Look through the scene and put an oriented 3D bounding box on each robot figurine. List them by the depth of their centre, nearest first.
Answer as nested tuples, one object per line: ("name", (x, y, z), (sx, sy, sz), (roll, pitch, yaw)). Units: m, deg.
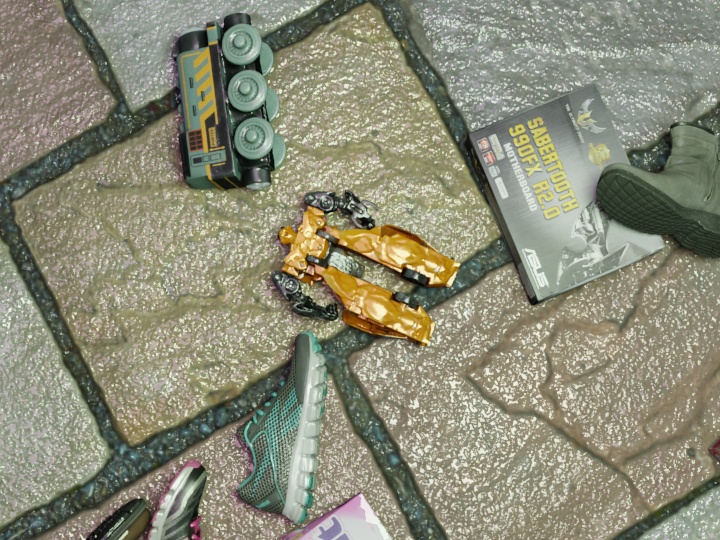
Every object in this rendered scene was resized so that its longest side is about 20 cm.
("robot figurine", (0.000, 0.000, 1.309), (0.197, 0.058, 0.147), (24, 82, 2))

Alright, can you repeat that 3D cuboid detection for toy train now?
("toy train", (-0.149, -0.183, 1.327), (0.112, 0.085, 0.204), (-10, 81, 8))

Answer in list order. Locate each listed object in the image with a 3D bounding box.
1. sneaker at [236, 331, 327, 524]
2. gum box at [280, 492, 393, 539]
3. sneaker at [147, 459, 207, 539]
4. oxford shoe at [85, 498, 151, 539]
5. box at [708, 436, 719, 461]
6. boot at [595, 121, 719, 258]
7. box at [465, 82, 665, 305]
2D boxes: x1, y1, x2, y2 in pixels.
("sneaker", (-0.086, 0.163, 1.279), (0.089, 0.078, 0.204), (7, 80, 5))
("gum box", (0.004, 0.340, 1.254), (0.113, 0.066, 0.201), (-34, 83, -7))
("sneaker", (-0.182, 0.303, 1.257), (0.086, 0.074, 0.203), (15, 87, 2))
("oxford shoe", (-0.273, 0.334, 1.260), (0.084, 0.073, 0.202), (35, 84, -12))
("box", (0.484, 0.160, 1.271), (0.199, 0.095, 0.103), (-41, 85, -6))
("boot", (0.337, -0.104, 1.296), (0.198, 0.067, 0.133), (22, 62, -24))
("box", (0.225, -0.084, 1.328), (0.156, 0.048, 0.203), (-21, 82, -3))
